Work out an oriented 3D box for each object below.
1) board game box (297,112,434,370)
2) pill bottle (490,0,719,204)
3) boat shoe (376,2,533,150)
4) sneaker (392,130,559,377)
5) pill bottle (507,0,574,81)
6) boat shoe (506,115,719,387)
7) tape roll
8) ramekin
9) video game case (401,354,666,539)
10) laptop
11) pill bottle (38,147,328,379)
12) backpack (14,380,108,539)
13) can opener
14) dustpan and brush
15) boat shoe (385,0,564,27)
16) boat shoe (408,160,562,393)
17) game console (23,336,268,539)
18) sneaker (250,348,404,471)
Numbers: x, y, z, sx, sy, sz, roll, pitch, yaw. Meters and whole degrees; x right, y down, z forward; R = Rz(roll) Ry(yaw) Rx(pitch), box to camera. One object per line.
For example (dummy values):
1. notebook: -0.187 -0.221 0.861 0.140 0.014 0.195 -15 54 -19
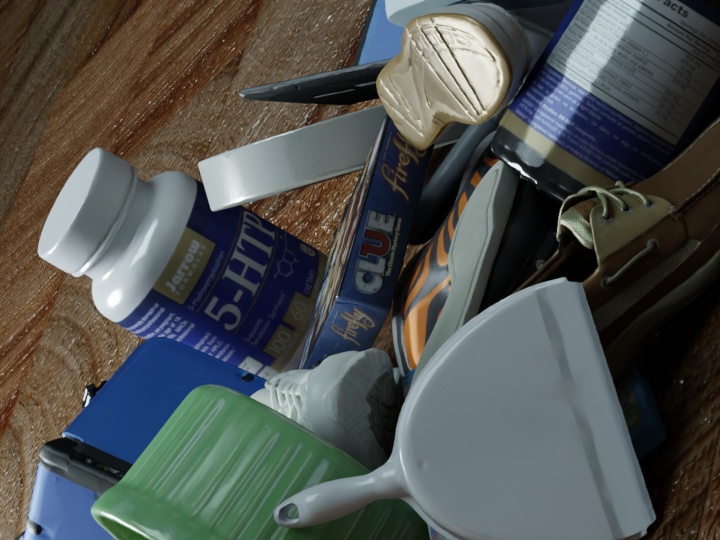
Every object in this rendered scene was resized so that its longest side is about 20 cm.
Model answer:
1. board game box: 0.000 0.000 1.776 0.200 0.034 0.136 114 171 -64
2. pill bottle: 0.167 -0.123 1.550 0.201 0.111 0.112 -58 18 7
3. boat shoe: 0.065 -0.124 1.619 0.069 0.071 0.200 -32 2 -16
4. sneaker: 0.081 -0.022 1.658 0.112 0.077 0.201 129 162 -65
5. pill bottle: 0.155 -0.201 1.702 0.201 0.112 0.112 -62 17 -3
6. boat shoe: 0.138 -0.009 1.476 0.200 0.074 0.076 -50 21 -9
7. tape roll: -0.012 -0.083 1.893 0.203 0.202 0.037 -14 93 67
8. ramekin: -0.044 0.151 1.582 0.098 0.200 0.200 -56 16 -11
9. video game case: 0.090 0.075 1.535 0.143 0.018 0.200 -38 25 15
10. laptop: 0.039 -0.175 1.885 0.176 0.200 0.104 -10 86 33
11. pill bottle: -0.126 -0.002 2.029 0.120 0.199 0.120 -51 20 27
12. backpack: -0.152 0.186 1.917 0.183 0.134 0.200 -60 17 1
13. can opener: 0.100 -0.086 1.803 0.200 0.053 0.066 -53 -16 19
14. dustpan and brush: 0.042 0.098 1.447 0.199 0.140 0.057 -19 -8 10
15. boat shoe: 0.073 -0.200 1.637 0.200 0.070 0.092 -9 73 63
16. boat shoe: 0.074 0.025 1.544 0.074 0.060 0.201 -53 14 43
17. game console: -0.099 0.162 1.783 0.118 0.199 0.172 -19 -53 -59
18. sneaker: -0.024 0.090 1.667 0.200 0.099 0.078 53 -144 -79
